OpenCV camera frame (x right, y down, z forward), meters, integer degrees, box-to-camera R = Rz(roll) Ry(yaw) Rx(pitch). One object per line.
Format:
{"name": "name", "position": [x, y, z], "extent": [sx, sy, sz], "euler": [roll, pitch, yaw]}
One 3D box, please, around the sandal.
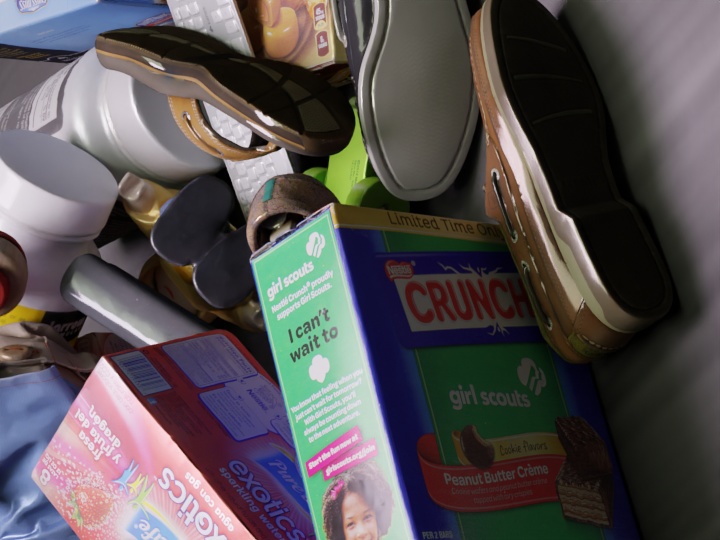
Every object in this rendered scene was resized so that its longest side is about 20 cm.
{"name": "sandal", "position": [-0.079, -0.092, 1.441], "extent": [0.200, 0.082, 0.055], "euler": [22, 112, 39]}

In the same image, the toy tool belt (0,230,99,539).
{"name": "toy tool belt", "position": [-0.194, 0.088, 1.442], "extent": [0.123, 0.125, 0.200], "euler": [-96, -5, -64]}

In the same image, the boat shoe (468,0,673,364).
{"name": "boat shoe", "position": [0.090, -0.048, 1.320], "extent": [0.068, 0.072, 0.200], "euler": [-39, 60, 44]}

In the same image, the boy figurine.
{"name": "boy figurine", "position": [-0.099, -0.008, 1.516], "extent": [0.124, 0.064, 0.200], "euler": [45, 166, -3]}

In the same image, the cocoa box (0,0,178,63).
{"name": "cocoa box", "position": [-0.166, -0.210, 1.606], "extent": [0.200, 0.131, 0.133], "euler": [-9, 83, 52]}

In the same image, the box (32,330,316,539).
{"name": "box", "position": [-0.064, 0.137, 1.339], "extent": [0.200, 0.103, 0.095], "euler": [47, 124, 22]}

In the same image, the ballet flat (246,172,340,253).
{"name": "ballet flat", "position": [-0.002, 0.040, 1.376], "extent": [0.068, 0.067, 0.200], "euler": [-35, 94, 13]}

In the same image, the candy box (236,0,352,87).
{"name": "candy box", "position": [-0.036, -0.207, 1.498], "extent": [0.115, 0.055, 0.200], "euler": [-14, 80, 53]}

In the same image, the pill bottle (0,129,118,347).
{"name": "pill bottle", "position": [-0.222, 0.019, 1.538], "extent": [0.111, 0.111, 0.200], "euler": [49, 121, 41]}

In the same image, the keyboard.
{"name": "keyboard", "position": [-0.073, -0.102, 1.500], "extent": [0.056, 0.011, 0.200], "euler": [-10, 102, 53]}

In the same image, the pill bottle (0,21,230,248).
{"name": "pill bottle", "position": [-0.156, -0.080, 1.608], "extent": [0.200, 0.113, 0.113], "euler": [-23, 72, 50]}

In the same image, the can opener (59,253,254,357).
{"name": "can opener", "position": [-0.094, 0.065, 1.446], "extent": [0.200, 0.053, 0.067], "euler": [31, 90, 22]}

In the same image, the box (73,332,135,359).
{"name": "box", "position": [-0.177, 0.106, 1.646], "extent": [0.200, 0.103, 0.095], "euler": [-21, 72, 49]}

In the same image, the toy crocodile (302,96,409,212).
{"name": "toy crocodile", "position": [0.000, 0.000, 1.457], "extent": [0.068, 0.062, 0.200], "euler": [3, 88, 51]}

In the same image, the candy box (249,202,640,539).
{"name": "candy box", "position": [0.045, 0.074, 1.299], "extent": [0.077, 0.169, 0.200], "euler": [-33, 65, 39]}

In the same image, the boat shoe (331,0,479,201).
{"name": "boat shoe", "position": [0.018, -0.139, 1.415], "extent": [0.060, 0.074, 0.200], "euler": [-174, 75, -66]}
